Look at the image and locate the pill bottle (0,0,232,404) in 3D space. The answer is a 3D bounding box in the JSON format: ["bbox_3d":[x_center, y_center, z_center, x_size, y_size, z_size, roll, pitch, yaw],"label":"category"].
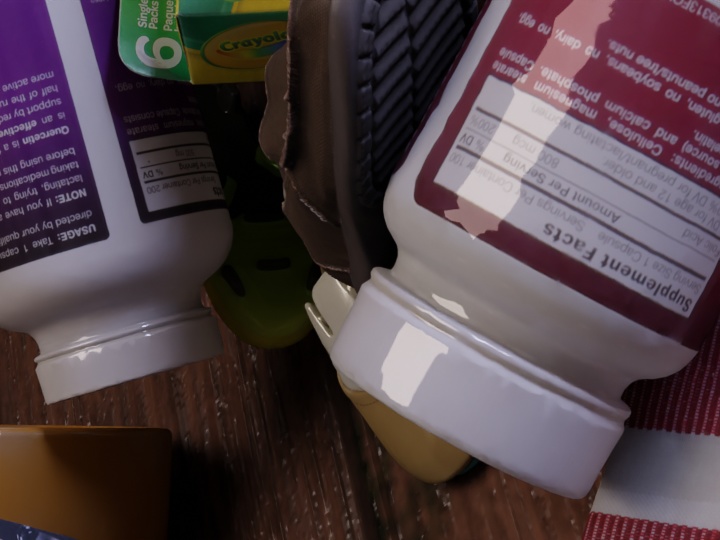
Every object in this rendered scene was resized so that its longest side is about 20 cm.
[{"bbox_3d":[-0.119,-0.052,0.842,0.112,0.112,0.202,-17,88,51],"label":"pill bottle"}]

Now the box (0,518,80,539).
[{"bbox_3d":[-0.087,0.198,0.709,0.104,0.199,0.183,-50,37,28],"label":"box"}]

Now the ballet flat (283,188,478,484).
[{"bbox_3d":[0.000,0.000,0.825,0.069,0.063,0.201,-48,37,29],"label":"ballet flat"}]

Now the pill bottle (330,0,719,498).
[{"bbox_3d":[0.078,-0.037,0.655,0.201,0.114,0.114,-62,33,5],"label":"pill bottle"}]

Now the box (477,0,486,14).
[{"bbox_3d":[0.010,-0.193,0.745,0.095,0.102,0.201,85,161,-58],"label":"box"}]

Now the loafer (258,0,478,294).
[{"bbox_3d":[-0.009,-0.053,0.700,0.073,0.071,0.201,-51,-20,-25],"label":"loafer"}]

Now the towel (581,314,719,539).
[{"bbox_3d":[0.120,0.083,0.638,0.144,0.023,0.201,-1,69,58],"label":"towel"}]

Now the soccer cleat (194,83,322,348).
[{"bbox_3d":[-0.061,-0.021,0.949,0.201,0.064,0.084,-120,29,-47],"label":"soccer cleat"}]

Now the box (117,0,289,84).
[{"bbox_3d":[0.004,-0.133,0.791,0.048,0.198,0.118,80,-173,-58],"label":"box"}]

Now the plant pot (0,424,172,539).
[{"bbox_3d":[-0.184,0.161,0.906,0.200,0.199,0.185,-5,83,55],"label":"plant pot"}]
